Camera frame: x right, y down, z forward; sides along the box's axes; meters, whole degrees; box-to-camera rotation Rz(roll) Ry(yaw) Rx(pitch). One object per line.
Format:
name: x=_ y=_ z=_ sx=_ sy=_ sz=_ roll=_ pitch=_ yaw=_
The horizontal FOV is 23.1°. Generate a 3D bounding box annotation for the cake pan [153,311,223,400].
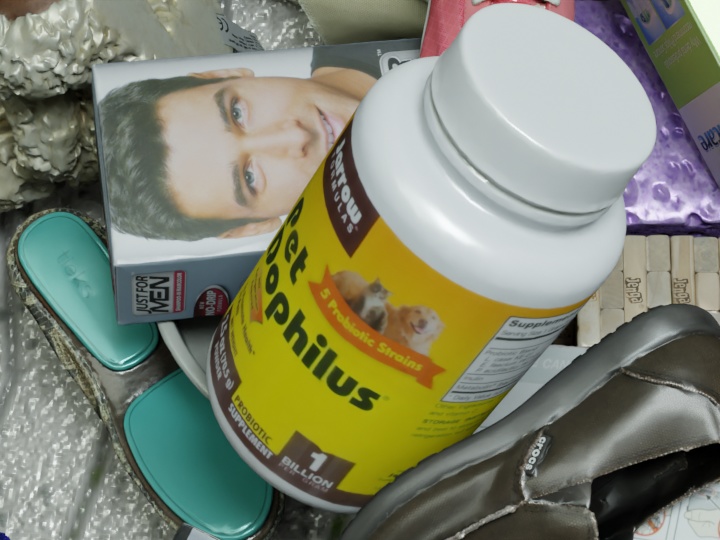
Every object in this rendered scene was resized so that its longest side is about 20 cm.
cake pan: x=0.000 y=0.000 z=0.813 sx=0.199 sy=0.037 sz=0.201 roll=3 pitch=63 yaw=-5

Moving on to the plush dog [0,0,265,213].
plush dog: x=-0.154 y=-0.088 z=0.886 sx=0.171 sy=0.161 sz=0.200 roll=-19 pitch=28 yaw=23

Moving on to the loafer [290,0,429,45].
loafer: x=0.009 y=-0.136 z=0.881 sx=0.200 sy=0.076 sz=0.068 roll=36 pitch=84 yaw=34

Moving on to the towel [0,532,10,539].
towel: x=-0.198 y=0.235 z=0.814 sx=0.200 sy=0.050 sz=0.148 roll=-43 pitch=71 yaw=-3

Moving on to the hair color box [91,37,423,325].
hair color box: x=-0.014 y=-0.042 z=0.777 sx=0.199 sy=0.061 sz=0.100 roll=-6 pitch=65 yaw=-9

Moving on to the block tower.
block tower: x=0.182 y=0.020 z=0.758 sx=0.199 sy=0.058 sz=0.054 roll=0 pitch=66 yaw=6

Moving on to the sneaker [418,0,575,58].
sneaker: x=0.056 y=-0.110 z=0.737 sx=0.073 sy=0.087 sz=0.201 roll=1 pitch=65 yaw=-7

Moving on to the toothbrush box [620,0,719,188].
toothbrush box: x=0.178 y=-0.158 z=0.749 sx=0.145 sy=0.086 sz=0.201 roll=-28 pitch=87 yaw=-6

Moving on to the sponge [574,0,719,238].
sponge: x=0.188 y=-0.070 z=0.805 sx=0.199 sy=0.030 sz=0.112 roll=0 pitch=71 yaw=5

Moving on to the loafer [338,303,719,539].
loafer: x=0.066 y=0.095 z=0.660 sx=0.200 sy=0.073 sz=0.071 roll=-41 pitch=51 yaw=7

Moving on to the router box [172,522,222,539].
router box: x=-0.071 y=0.217 z=0.719 sx=0.052 sy=0.157 sz=0.201 roll=22 pitch=77 yaw=23

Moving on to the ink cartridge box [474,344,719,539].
ink cartridge box: x=0.109 y=0.121 z=0.695 sx=0.199 sy=0.044 sz=0.174 roll=3 pitch=67 yaw=32

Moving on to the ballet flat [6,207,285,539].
ballet flat: x=-0.099 y=0.057 z=0.835 sx=0.068 sy=0.075 sz=0.200 roll=-33 pitch=69 yaw=-16

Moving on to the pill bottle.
pill bottle: x=0.025 y=-0.002 z=0.661 sx=0.110 sy=0.109 sz=0.200 roll=60 pitch=137 yaw=26
